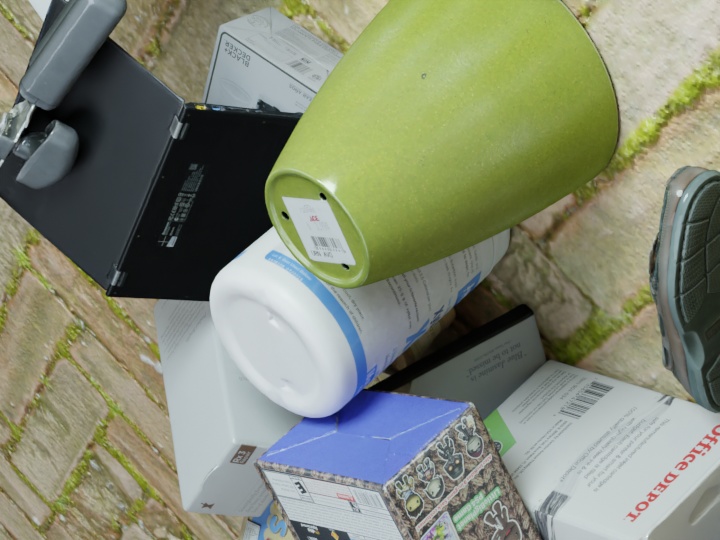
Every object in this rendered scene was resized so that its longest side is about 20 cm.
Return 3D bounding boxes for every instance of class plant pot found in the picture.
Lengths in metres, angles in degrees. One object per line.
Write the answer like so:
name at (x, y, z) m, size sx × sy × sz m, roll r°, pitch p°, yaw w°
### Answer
plant pot at (0.038, -0.081, 1.491) m, size 0.187 × 0.200 × 0.188 m, roll 33°, pitch 146°, yaw 26°

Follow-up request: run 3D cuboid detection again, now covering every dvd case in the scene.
dvd case at (0.091, 0.138, 1.722) m, size 0.018 × 0.142 × 0.201 m, roll 42°, pitch 155°, yaw 53°

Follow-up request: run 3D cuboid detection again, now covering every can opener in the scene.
can opener at (-0.202, -0.132, 1.581) m, size 0.067 × 0.054 × 0.200 m, roll 29°, pitch 132°, yaw -16°

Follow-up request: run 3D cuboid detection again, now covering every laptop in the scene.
laptop at (-0.146, -0.084, 1.653) m, size 0.188 × 0.199 × 0.116 m, roll -62°, pitch 36°, yaw 38°

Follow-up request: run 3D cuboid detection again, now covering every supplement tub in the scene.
supplement tub at (0.000, 0.000, 1.630) m, size 0.132 × 0.200 × 0.132 m, roll 34°, pitch 146°, yaw 26°

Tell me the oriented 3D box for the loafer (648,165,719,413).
loafer at (0.214, 0.010, 1.492) m, size 0.063 × 0.072 × 0.201 m, roll 30°, pitch 147°, yaw 40°

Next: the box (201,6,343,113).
box at (-0.069, -0.083, 1.711) m, size 0.116 × 0.060 × 0.201 m, roll 34°, pitch 127°, yaw 25°

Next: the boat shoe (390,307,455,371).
boat shoe at (0.010, 0.022, 1.779) m, size 0.200 × 0.064 × 0.072 m, roll 33°, pitch 156°, yaw 57°

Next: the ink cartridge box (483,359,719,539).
ink cartridge box at (0.176, 0.156, 1.622) m, size 0.199 × 0.145 × 0.084 m, roll 16°, pitch 136°, yaw 45°

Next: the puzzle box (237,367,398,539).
puzzle box at (-0.025, 0.164, 1.755) m, size 0.132 × 0.025 × 0.202 m, roll 19°, pitch 99°, yaw 37°

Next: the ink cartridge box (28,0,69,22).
ink cartridge box at (-0.215, -0.295, 1.648) m, size 0.201 × 0.145 × 0.083 m, roll 54°, pitch 150°, yaw -6°

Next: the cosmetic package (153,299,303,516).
cosmetic package at (-0.103, 0.083, 1.772) m, size 0.102 × 0.074 × 0.201 m, roll -53°, pitch 39°, yaw 43°

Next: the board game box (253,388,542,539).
board game box at (0.042, 0.195, 1.603) m, size 0.159 × 0.097 × 0.201 m, roll 5°, pitch 128°, yaw 53°
